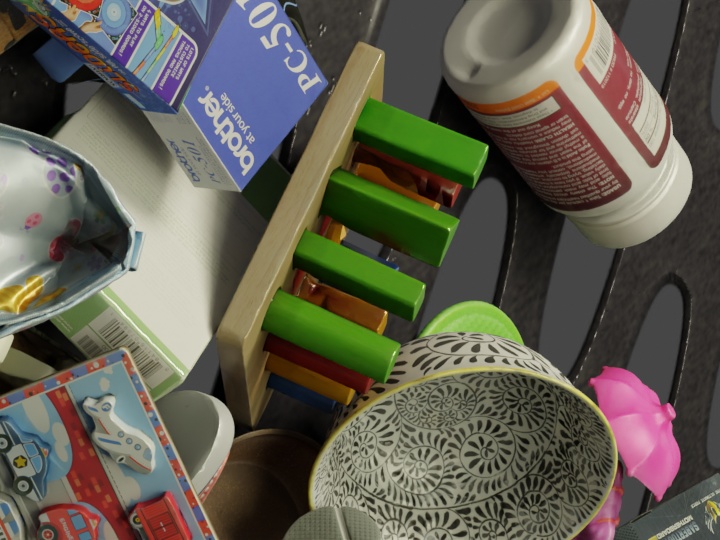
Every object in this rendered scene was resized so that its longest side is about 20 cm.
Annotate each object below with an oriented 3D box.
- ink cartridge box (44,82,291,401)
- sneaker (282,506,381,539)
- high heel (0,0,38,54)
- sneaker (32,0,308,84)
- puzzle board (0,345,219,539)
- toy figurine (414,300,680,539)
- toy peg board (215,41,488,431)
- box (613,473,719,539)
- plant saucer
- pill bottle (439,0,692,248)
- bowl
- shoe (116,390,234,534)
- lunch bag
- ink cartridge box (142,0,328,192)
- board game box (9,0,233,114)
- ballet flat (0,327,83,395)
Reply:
[{"bbox_3d":[-0.125,-0.034,1.334,0.146,0.048,0.200,46,36,-11],"label":"ink cartridge box"},{"bbox_3d":[-0.063,0.229,1.419,0.200,0.070,0.081,-31,143,-31],"label":"sneaker"},{"bbox_3d":[-0.206,-0.132,1.276,0.199,0.071,0.144,-7,123,-58],"label":"high heel"},{"bbox_3d":[-0.103,-0.136,1.340,0.200,0.070,0.078,-33,91,-46],"label":"sneaker"},{"bbox_3d":[-0.156,0.159,1.277,0.017,0.150,0.201,-78,145,-75],"label":"puzzle board"},{"bbox_3d":[0.130,0.132,1.581,0.150,0.183,0.202,22,81,-47],"label":"toy figurine"},{"bbox_3d":[0.000,0.000,1.405,0.199,0.097,0.201,92,23,-72],"label":"toy peg board"},{"bbox_3d":[0.171,0.231,1.669,0.199,0.158,0.051,-20,73,-44],"label":"box"},{"bbox_3d":[-0.078,0.199,1.473,0.199,0.036,0.202,-9,103,-46],"label":"plant saucer"},{"bbox_3d":[0.150,-0.111,1.613,0.200,0.114,0.115,48,63,-41],"label":"pill bottle"},{"bbox_3d":[0.061,0.103,1.490,0.201,0.200,0.095,50,20,-39],"label":"bowl"},{"bbox_3d":[-0.131,0.156,1.339,0.200,0.072,0.091,-45,140,10],"label":"shoe"},{"bbox_3d":[-0.219,-0.020,1.133,0.198,0.169,0.128,10,88,-20],"label":"lunch bag"},{"bbox_3d":[-0.102,-0.149,1.270,0.094,0.044,0.201,-52,128,-28],"label":"ink cartridge box"},{"bbox_3d":[-0.104,-0.203,1.202,0.135,0.034,0.201,40,69,-41],"label":"board game box"},{"bbox_3d":[-0.205,0.045,1.284,0.200,0.072,0.072,41,67,-43],"label":"ballet flat"}]
